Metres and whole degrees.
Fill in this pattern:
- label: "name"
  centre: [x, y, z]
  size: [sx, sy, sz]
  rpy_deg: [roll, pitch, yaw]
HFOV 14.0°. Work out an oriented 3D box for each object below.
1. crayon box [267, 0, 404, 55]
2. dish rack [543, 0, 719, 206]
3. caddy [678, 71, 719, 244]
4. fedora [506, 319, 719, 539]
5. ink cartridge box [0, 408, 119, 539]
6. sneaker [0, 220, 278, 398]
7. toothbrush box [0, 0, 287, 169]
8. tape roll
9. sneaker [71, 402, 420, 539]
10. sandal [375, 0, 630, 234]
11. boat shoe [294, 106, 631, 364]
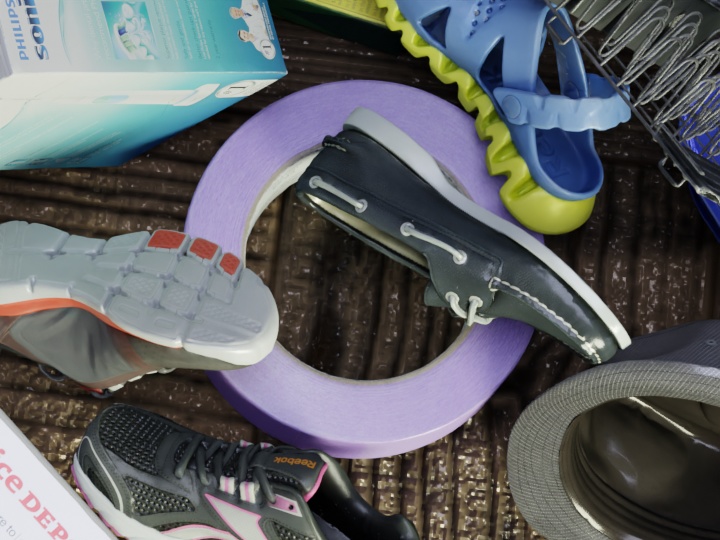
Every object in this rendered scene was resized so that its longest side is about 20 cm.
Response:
- label: "crayon box"
  centre: [-0.051, -0.214, 1.661]
  size: [0.199, 0.051, 0.128]
  rpy_deg: [18, 78, -2]
- label: "dish rack"
  centre: [0.175, -0.091, 1.516]
  size: [0.055, 0.153, 0.200]
  rpy_deg: [-47, 51, 18]
- label: "caddy"
  centre: [0.262, -0.046, 1.628]
  size: [0.141, 0.105, 0.201]
  rpy_deg: [-32, 73, 7]
- label: "fedora"
  centre: [0.185, 0.087, 1.586]
  size: [0.199, 0.177, 0.091]
  rpy_deg: [6, 45, 16]
- label: "ink cartridge box"
  centre: [-0.235, 0.172, 1.552]
  size: [0.200, 0.084, 0.146]
  rpy_deg: [-42, 85, -11]
- label: "sneaker"
  centre: [-0.126, 0.029, 1.571]
  size: [0.199, 0.082, 0.077]
  rpy_deg: [13, 43, 29]
- label: "toothbrush box"
  centre: [-0.162, -0.114, 1.537]
  size: [0.199, 0.146, 0.086]
  rpy_deg: [-6, 76, -47]
- label: "tape roll"
  centre: [0.000, 0.000, 1.617]
  size: [0.199, 0.066, 0.201]
  rpy_deg: [1, 79, -5]
- label: "sneaker"
  centre: [-0.052, 0.118, 1.567]
  size: [0.199, 0.086, 0.081]
  rpy_deg: [26, 45, -6]
- label: "sandal"
  centre: [0.082, -0.123, 1.584]
  size: [0.079, 0.087, 0.200]
  rpy_deg: [-28, 80, -45]
- label: "boat shoe"
  centre: [0.053, -0.005, 1.545]
  size: [0.200, 0.076, 0.060]
  rpy_deg: [38, 79, 25]
